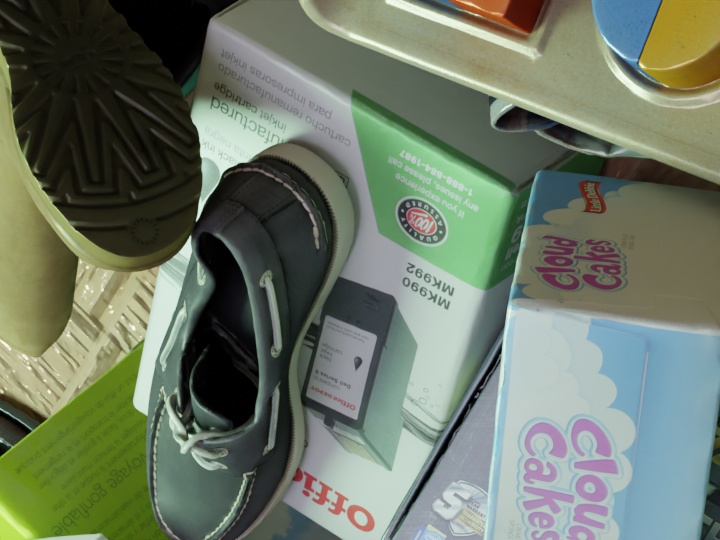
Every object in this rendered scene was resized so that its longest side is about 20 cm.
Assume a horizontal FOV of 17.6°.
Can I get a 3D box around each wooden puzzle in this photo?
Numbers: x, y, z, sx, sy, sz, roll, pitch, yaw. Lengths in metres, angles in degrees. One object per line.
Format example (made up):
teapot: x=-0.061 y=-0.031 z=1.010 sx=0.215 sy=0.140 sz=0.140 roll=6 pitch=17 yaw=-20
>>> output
wooden puzzle: x=0.090 y=-0.140 z=0.765 sx=0.199 sy=0.046 sz=0.186 roll=23 pitch=92 yaw=22

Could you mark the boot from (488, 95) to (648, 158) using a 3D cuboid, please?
boot: x=0.057 y=-0.099 z=0.827 sx=0.199 sy=0.074 sz=0.096 roll=17 pitch=80 yaw=27

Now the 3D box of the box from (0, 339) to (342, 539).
box: x=-0.070 y=0.139 z=1.040 sx=0.200 sy=0.122 sz=0.048 roll=44 pitch=141 yaw=7

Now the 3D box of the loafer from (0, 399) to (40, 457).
loafer: x=-0.155 y=0.135 z=1.142 sx=0.200 sy=0.063 sz=0.072 roll=40 pitch=131 yaw=11

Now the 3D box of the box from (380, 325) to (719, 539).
box: x=0.130 y=0.089 z=0.866 sx=0.199 sy=0.051 sz=0.158 roll=34 pitch=103 yaw=9

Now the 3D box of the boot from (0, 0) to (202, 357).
boot: x=-0.123 y=-0.026 z=0.931 sx=0.201 sy=0.066 sz=0.176 roll=109 pitch=142 yaw=-54

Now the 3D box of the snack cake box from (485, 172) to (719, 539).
snack cake box: x=0.076 y=0.083 z=0.762 sx=0.067 sy=0.115 sz=0.202 roll=7 pitch=113 yaw=8

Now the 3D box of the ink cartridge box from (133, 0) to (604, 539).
ink cartridge box: x=0.000 y=0.000 z=0.940 sx=0.145 sy=0.084 sz=0.201 roll=30 pitch=129 yaw=20

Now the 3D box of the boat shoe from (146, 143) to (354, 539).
boat shoe: x=-0.059 y=0.042 z=0.906 sx=0.072 sy=0.063 sz=0.201 roll=33 pitch=130 yaw=18

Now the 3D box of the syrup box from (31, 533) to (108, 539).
syrup box: x=-0.104 y=0.216 z=0.974 sx=0.081 sy=0.079 sz=0.201 roll=-12 pitch=112 yaw=49

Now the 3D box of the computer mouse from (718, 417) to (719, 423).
computer mouse: x=0.148 y=0.056 z=0.814 sx=0.198 sy=0.034 sz=0.059 roll=11 pitch=97 yaw=13

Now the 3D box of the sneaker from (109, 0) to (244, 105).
sneaker: x=-0.101 y=-0.088 z=0.967 sx=0.071 sy=0.080 sz=0.200 roll=49 pitch=133 yaw=3
